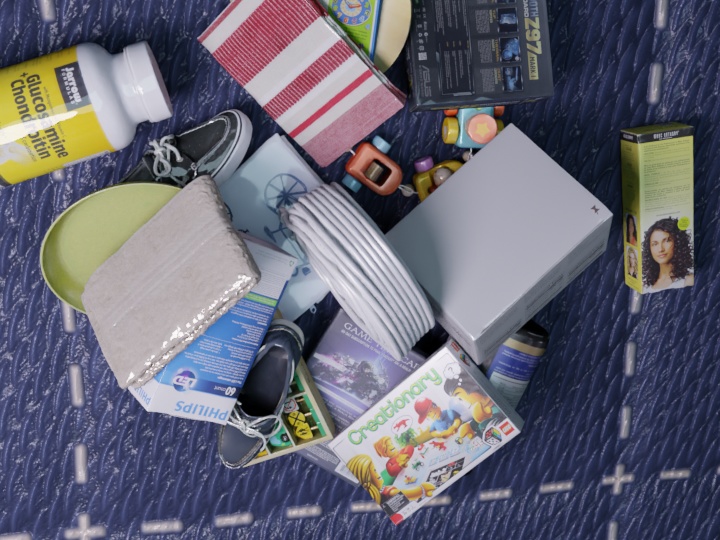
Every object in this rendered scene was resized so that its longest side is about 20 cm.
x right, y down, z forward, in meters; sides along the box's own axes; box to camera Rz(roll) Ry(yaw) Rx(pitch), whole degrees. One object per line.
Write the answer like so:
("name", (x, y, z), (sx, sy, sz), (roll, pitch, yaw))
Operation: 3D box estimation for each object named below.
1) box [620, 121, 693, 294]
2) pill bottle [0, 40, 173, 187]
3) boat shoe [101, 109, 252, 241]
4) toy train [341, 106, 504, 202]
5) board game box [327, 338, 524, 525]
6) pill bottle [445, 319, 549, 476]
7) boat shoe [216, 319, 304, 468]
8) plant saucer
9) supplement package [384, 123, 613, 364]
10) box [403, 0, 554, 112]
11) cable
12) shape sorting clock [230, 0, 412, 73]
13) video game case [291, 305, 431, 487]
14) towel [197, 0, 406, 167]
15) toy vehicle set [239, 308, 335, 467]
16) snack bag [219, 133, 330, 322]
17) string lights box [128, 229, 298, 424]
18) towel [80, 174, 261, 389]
("box", (0.366, -0.076, 1.057), (0.075, 0.050, 0.201), (-10, 107, -7))
("pill bottle", (-0.301, -0.167, 0.881), (0.199, 0.112, 0.113), (-19, 108, -4))
("boat shoe", (-0.207, -0.110, 0.927), (0.199, 0.074, 0.068), (-36, 148, 9))
("toy train", (0.079, -0.146, 0.983), (0.150, 0.056, 0.200), (39, 96, -18))
("board game box", (0.073, 0.189, 0.994), (0.200, 0.035, 0.126), (-43, 86, 22))
("pill bottle", (0.139, 0.142, 1.045), (0.111, 0.112, 0.201), (22, 101, -15))
("boat shoe", (-0.119, 0.152, 0.977), (0.075, 0.062, 0.201), (28, 111, -4))
("plant saucer", (-0.240, -0.024, 0.924), (0.199, 0.031, 0.201), (-12, 138, -11))
("supplement package", (0.149, -0.028, 0.951), (0.200, 0.111, 0.156), (-41, 68, -5))
("box", (0.123, -0.280, 0.935), (0.157, 0.051, 0.201), (-7, 94, -8))
("cable", (0.000, 0.000, 0.910), (0.069, 0.200, 0.200), (-37, 103, -7))
("shape sorting clock", (-0.043, -0.281, 0.893), (0.199, 0.039, 0.201), (12, 133, 13))
("video game case", (-0.012, 0.156, 1.039), (0.142, 0.019, 0.201), (31, 110, -5))
("towel", (-0.063, -0.215, 0.919), (0.200, 0.023, 0.144), (44, 132, -17))
("toy vehicle set", (-0.125, 0.129, 1.018), (0.124, 0.027, 0.201), (-21, 107, 13))
("snack bag", (-0.107, -0.026, 1.003), (0.200, 0.021, 0.189), (-41, 108, 6))
("string lights box", (-0.157, 0.057, 0.916), (0.102, 0.059, 0.201), (21, 96, -42))
("towel", (-0.193, 0.015, 0.860), (0.200, 0.034, 0.133), (-38, 66, 18))
